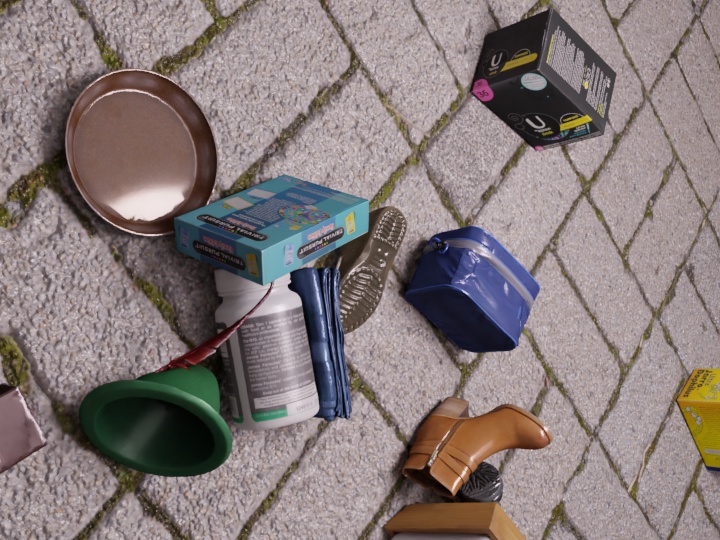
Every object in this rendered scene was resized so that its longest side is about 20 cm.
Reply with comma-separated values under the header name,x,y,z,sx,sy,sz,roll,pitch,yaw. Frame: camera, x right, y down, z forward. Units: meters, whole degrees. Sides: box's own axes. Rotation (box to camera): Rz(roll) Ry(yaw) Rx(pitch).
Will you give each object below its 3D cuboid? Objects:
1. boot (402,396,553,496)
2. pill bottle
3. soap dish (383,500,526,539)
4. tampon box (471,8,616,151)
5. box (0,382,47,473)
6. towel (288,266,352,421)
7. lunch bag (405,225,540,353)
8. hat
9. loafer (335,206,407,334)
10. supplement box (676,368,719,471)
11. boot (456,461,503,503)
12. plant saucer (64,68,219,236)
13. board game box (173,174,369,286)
name,x,y,z,sx,sy,sz,roll,pitch,yaw
boot,0.171,0.270,1.240,0.155,0.198,0.074,-48,130,-40
pill bottle,-0.122,0.091,1.063,0.112,0.112,0.203,-12,94,-40
soap dish,0.151,0.404,1.208,0.158,0.198,0.082,52,48,-22
tampon box,0.320,-0.324,1.455,0.199,0.149,0.128,31,66,-33
box,-0.420,0.190,0.812,0.199,0.099,0.076,-34,107,-36
towel,-0.056,0.095,1.119,0.048,0.111,0.203,-9,91,-27
lunch bag,0.173,0.020,1.305,0.200,0.135,0.133,43,60,-27
hat,-0.206,0.123,0.992,0.177,0.197,0.167,-80,171,-46
loafer,0.000,0.000,1.210,0.076,0.067,0.202,36,79,-27
supplement box,0.780,0.323,1.802,0.109,0.109,0.202,-43,113,-35
boot,0.203,0.392,1.282,0.065,0.165,0.202,-22,102,-6
plant saucer,-0.265,-0.141,1.019,0.198,0.034,0.204,6,81,-40
board game box,-0.107,-0.056,1.050,0.199,0.150,0.048,-30,129,-45
